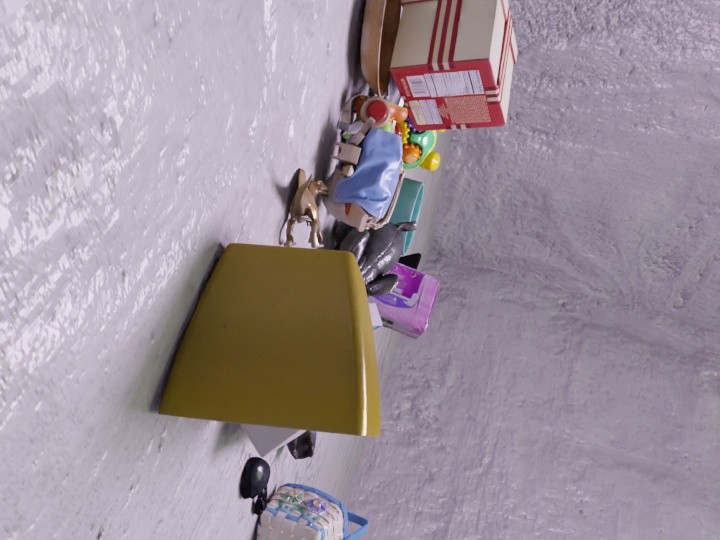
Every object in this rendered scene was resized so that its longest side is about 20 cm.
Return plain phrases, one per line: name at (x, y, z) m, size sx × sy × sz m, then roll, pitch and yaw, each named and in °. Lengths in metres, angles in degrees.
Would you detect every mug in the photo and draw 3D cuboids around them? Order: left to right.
mug at (0.053, -0.110, 1.391) m, size 0.154 × 0.113 × 0.186 m, roll 97°, pitch 13°, yaw -45°

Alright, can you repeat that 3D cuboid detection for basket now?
basket at (-0.092, 0.476, 1.267) m, size 0.200 × 0.173 × 0.142 m, roll 12°, pitch 89°, yaw -70°

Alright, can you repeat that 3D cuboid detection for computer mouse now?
computer mouse at (-0.160, 0.355, 1.094) m, size 0.201 × 0.033 × 0.059 m, roll 92°, pitch 15°, yaw -56°

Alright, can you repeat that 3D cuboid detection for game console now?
game console at (0.079, 0.064, 1.829) m, size 0.201 × 0.114 × 0.178 m, roll -64°, pitch 166°, yaw -46°

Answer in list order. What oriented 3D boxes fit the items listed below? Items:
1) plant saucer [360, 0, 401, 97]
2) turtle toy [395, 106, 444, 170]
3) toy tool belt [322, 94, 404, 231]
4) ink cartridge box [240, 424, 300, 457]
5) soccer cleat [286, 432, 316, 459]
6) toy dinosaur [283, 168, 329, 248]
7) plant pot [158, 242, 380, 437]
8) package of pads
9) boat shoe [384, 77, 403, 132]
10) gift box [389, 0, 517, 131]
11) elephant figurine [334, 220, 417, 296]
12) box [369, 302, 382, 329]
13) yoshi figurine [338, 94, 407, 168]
plant saucer at (0.031, -0.369, 1.037) m, size 0.200 × 0.035 × 0.204 m, roll 10°, pitch 90°, yaw -82°
turtle toy at (0.089, -0.288, 1.313) m, size 0.100 × 0.144 × 0.204 m, roll -11°, pitch 117°, yaw -56°
toy tool belt at (0.014, -0.159, 0.992) m, size 0.123 × 0.123 × 0.204 m, roll -148°, pitch -108°, yaw -76°
ink cartridge box at (-0.076, 0.172, 0.948) m, size 0.146 × 0.083 × 0.200 m, roll -36°, pitch 171°, yaw 3°
soccer cleat at (-0.106, 0.242, 1.214) m, size 0.084 × 0.063 × 0.203 m, roll -121°, pitch -146°, yaw -60°
toy dinosaur at (-0.076, -0.082, 0.890) m, size 0.200 × 0.057 × 0.103 m, roll -64°, pitch 154°, yaw -83°
plant pot at (-0.073, 0.077, 0.723) m, size 0.200 × 0.196 × 0.180 m, roll 67°, pitch 28°, yaw -75°
package of pads at (0.045, 0.040, 1.312) m, size 0.076 × 0.197 × 0.122 m, roll 118°, pitch -8°, yaw -67°
boat shoe at (0.027, -0.269, 1.217) m, size 0.062 × 0.072 × 0.203 m, roll 11°, pitch 102°, yaw -38°
gift box at (0.140, -0.353, 1.081) m, size 0.185 × 0.196 × 0.190 m, roll 59°, pitch 40°, yaw -60°
elephant figurine at (0.000, 0.000, 1.152) m, size 0.201 × 0.139 × 0.157 m, roll -67°, pitch 174°, yaw -61°
box at (-0.042, 0.089, 1.051) m, size 0.048 × 0.120 × 0.200 m, roll 67°, pitch 12°, yaw 10°
yoshi figurine at (0.021, -0.177, 1.122) m, size 0.112 × 0.110 × 0.203 m, roll -63°, pitch 169°, yaw -78°
